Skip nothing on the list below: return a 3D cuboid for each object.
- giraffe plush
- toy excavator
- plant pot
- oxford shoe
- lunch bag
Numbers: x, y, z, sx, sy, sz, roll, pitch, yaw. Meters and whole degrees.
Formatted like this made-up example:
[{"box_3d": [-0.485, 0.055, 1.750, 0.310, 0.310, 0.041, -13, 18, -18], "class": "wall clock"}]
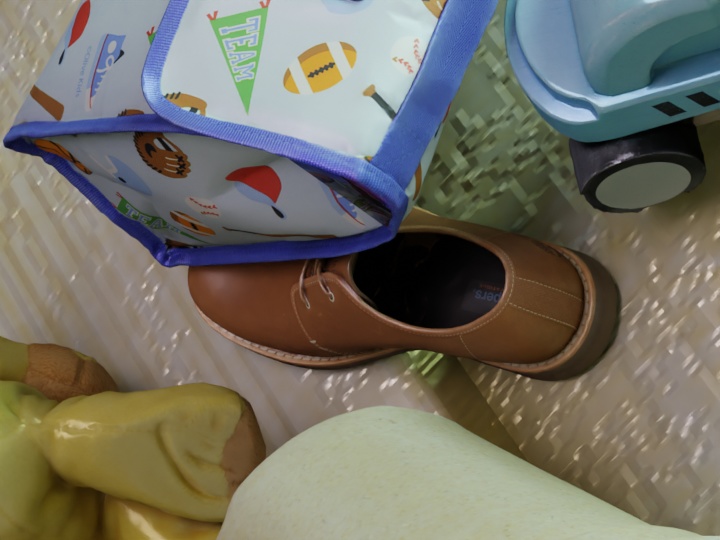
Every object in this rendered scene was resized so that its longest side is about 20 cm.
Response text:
[{"box_3d": [-0.144, 0.083, 1.186, 0.173, 0.199, 0.162, -61, 21, 9], "class": "giraffe plush"}, {"box_3d": [0.130, -0.117, 0.998, 0.194, 0.200, 0.100, -16, 65, 15], "class": "toy excavator"}, {"box_3d": [0.040, 0.141, 1.002, 0.183, 0.200, 0.201, 37, 99, 51], "class": "plant pot"}, {"box_3d": [0.000, 0.000, 1.142, 0.199, 0.071, 0.072, 2, 78, 40], "class": "oxford shoe"}, {"box_3d": [-0.023, -0.098, 1.111, 0.200, 0.124, 0.171, 2, 62, 53], "class": "lunch bag"}]
